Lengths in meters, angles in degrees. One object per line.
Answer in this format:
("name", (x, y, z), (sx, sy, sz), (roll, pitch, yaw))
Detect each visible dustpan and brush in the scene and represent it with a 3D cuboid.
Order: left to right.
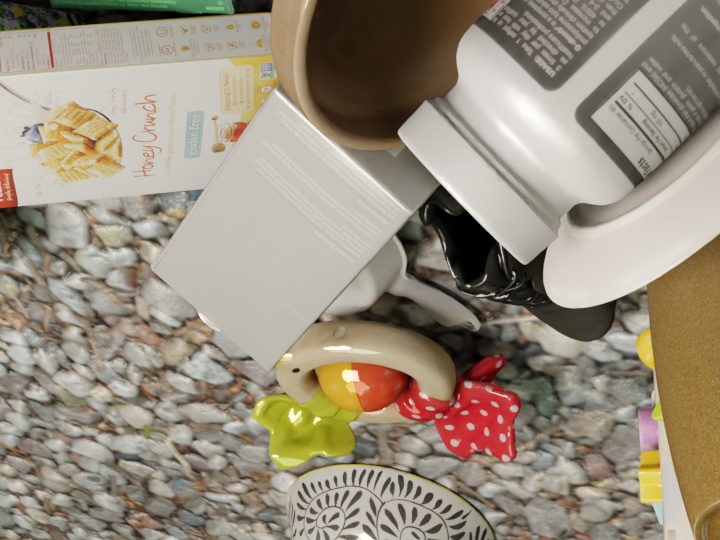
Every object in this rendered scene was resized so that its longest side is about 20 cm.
("dustpan and brush", (0.000, 0.000, 0.980), (0.200, 0.057, 0.140), (38, 148, -13))

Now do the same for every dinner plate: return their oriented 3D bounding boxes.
("dinner plate", (0.164, -0.062, 0.722), (0.024, 0.200, 0.200), (44, 135, -14))

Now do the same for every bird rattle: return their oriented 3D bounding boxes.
("bird rattle", (0.013, 0.087, 0.999), (0.199, 0.113, 0.163), (5, 155, 21))

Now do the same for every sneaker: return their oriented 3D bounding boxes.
("sneaker", (0.096, -0.008, 0.895), (0.076, 0.091, 0.200), (-23, 126, 37))

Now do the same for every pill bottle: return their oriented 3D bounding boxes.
("pill bottle", (0.120, -0.106, 0.683), (0.200, 0.116, 0.116), (-44, 116, 8))

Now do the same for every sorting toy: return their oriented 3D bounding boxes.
("sorting toy", (0.235, 0.148, 0.950), (0.106, 0.180, 0.200), (4, 138, 17))

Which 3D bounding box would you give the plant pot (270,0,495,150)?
("plant pot", (0.025, -0.167, 0.702), (0.093, 0.200, 0.201), (48, 152, 30))

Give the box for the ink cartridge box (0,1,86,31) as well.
("ink cartridge box", (-0.269, -0.118, 0.840), (0.200, 0.050, 0.109), (0, 148, -47))

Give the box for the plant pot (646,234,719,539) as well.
("plant pot", (0.232, 0.055, 0.722), (0.186, 0.200, 0.187), (11, 142, 9))

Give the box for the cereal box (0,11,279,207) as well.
("cereal box", (-0.152, -0.094, 0.849), (0.199, 0.040, 0.144), (-7, 154, -13))

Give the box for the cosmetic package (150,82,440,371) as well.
("cosmetic package", (-0.034, -0.037, 0.832), (0.107, 0.090, 0.200), (42, 140, -3))

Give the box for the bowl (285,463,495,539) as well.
("bowl", (0.016, 0.269, 1.245), (0.200, 0.094, 0.201), (11, 139, 10))

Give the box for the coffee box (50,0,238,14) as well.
("coffee box", (-0.138, -0.233, 0.760), (0.122, 0.044, 0.200), (4, 139, 16))
